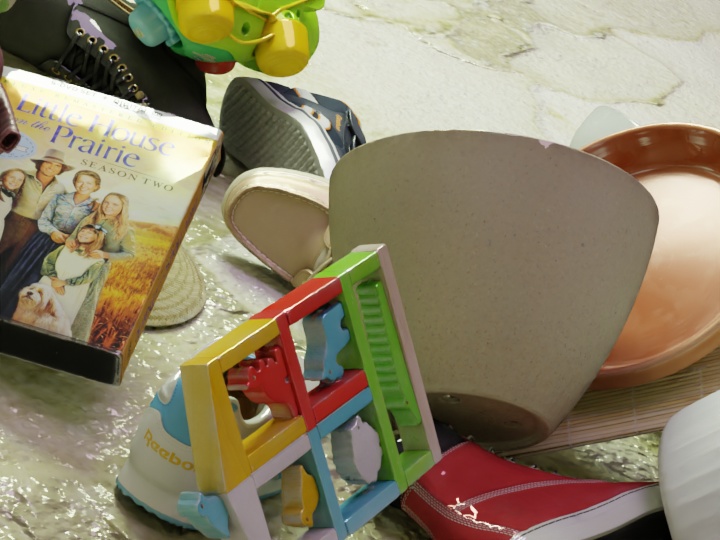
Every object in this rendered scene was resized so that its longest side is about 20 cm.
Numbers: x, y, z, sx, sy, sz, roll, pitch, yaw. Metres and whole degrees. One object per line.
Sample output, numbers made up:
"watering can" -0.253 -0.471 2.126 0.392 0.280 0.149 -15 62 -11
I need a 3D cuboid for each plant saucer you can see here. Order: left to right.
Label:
"plant saucer" 0.174 -0.007 1.720 0.032 0.200 0.200 54 0 -42

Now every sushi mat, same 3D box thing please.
"sushi mat" 0.164 0.075 1.686 0.200 0.012 0.096 -12 30 3

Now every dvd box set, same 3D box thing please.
"dvd box set" -0.173 -0.029 1.534 0.146 0.029 0.200 17 43 4

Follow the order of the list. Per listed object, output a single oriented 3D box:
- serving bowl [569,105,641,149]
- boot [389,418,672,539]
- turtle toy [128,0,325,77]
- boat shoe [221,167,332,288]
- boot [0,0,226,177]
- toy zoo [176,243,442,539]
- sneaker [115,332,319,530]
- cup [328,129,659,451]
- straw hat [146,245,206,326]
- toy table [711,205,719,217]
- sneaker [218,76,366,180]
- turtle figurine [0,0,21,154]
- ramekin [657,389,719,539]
"serving bowl" 0.213 -0.024 1.983 0.200 0.066 0.200 50 -5 6
"boot" 0.100 0.126 1.587 0.200 0.073 0.144 -6 37 -48
"turtle toy" -0.092 -0.193 1.874 0.200 0.101 0.146 23 54 -46
"boat shoe" 0.000 0.000 1.739 0.200 0.074 0.069 28 16 -1
"boot" -0.182 -0.140 1.844 0.200 0.078 0.138 15 30 -26
"toy zoo" -0.031 0.082 1.429 0.020 0.131 0.200 -4 19 36
"sneaker" -0.061 0.076 1.493 0.076 0.081 0.200 30 21 9
"cup" 0.070 0.023 1.611 0.200 0.200 0.144 19 66 -22
"straw hat" -0.165 -0.053 1.647 0.201 0.085 0.201 23 22 -10
"toy table" 0.232 0.044 1.804 0.117 0.184 0.200 41 32 0
"sneaker" -0.029 -0.075 1.864 0.079 0.079 0.200 9 26 -27
"turtle figurine" -0.262 -0.156 1.536 0.200 0.144 0.194 16 46 19
"ramekin" 0.253 0.150 1.570 0.200 0.098 0.201 48 28 -36
